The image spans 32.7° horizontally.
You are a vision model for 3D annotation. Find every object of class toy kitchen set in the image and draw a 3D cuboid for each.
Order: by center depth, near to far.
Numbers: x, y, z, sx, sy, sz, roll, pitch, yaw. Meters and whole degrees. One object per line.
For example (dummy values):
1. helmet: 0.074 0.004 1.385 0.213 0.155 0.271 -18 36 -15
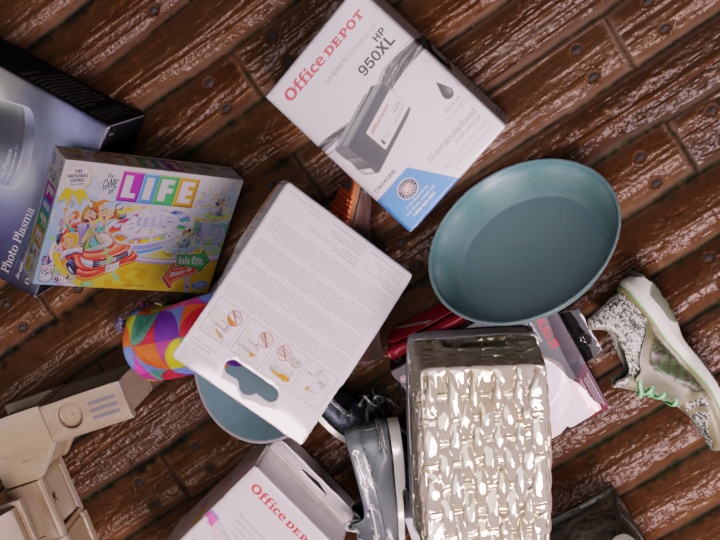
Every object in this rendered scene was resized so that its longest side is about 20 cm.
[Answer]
1. toy kitchen set: -0.304 0.237 1.322 0.178 0.163 0.202 -19 100 12

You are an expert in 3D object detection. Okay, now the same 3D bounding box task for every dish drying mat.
1. dish drying mat: 0.115 0.030 1.256 0.199 0.077 0.018 -30 99 14

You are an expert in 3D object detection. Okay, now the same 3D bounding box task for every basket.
1. basket: 0.112 0.165 1.168 0.134 0.123 0.203 -2 97 1

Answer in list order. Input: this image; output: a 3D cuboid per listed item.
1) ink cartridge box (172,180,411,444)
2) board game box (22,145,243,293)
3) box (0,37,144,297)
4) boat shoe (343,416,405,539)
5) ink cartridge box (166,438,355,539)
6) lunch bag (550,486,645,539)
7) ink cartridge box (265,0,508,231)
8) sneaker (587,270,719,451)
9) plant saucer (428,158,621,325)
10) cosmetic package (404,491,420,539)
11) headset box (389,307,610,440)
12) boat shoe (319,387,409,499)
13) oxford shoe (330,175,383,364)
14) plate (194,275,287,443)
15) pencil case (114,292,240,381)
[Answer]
1. ink cartridge box: -0.066 0.041 1.196 0.161 0.050 0.201 36 85 -15
2. board game box: -0.228 -0.048 1.239 0.198 0.034 0.136 3 116 -37
3. box: -0.364 -0.113 1.271 0.197 0.123 0.202 28 105 2
4. boat shoe: 0.013 0.245 1.263 0.061 0.073 0.203 -3 110 -6
5. ink cartridge box: -0.104 0.278 1.321 0.129 0.125 0.200 45 105 -4
6. lunch bag: 0.260 0.341 1.245 0.117 0.200 0.165 -31 97 14
7. ink cartridge box: 0.027 -0.162 1.220 0.200 0.084 0.145 42 105 -2
8. sneaker: 0.296 0.104 1.241 0.088 0.077 0.201 -32 89 -3
9. plant saucer: 0.163 -0.021 1.201 0.198 0.201 0.036 -25 135 13
10. cosmetic package: 0.111 0.320 1.314 0.081 0.051 0.202 -11 117 11
11. headset box: 0.149 0.108 1.260 0.198 0.075 0.150 -30 96 5
12. boat shoe: 0.013 0.165 1.304 0.200 0.075 0.062 44 107 -5
13. oxford shoe: 0.000 0.000 1.281 0.072 0.071 0.203 1 106 -15
14. plate: -0.095 0.080 1.288 0.198 0.025 0.203 -8 76 34
15. pencil case: -0.159 0.061 1.272 0.198 0.088 0.089 -10 102 32
